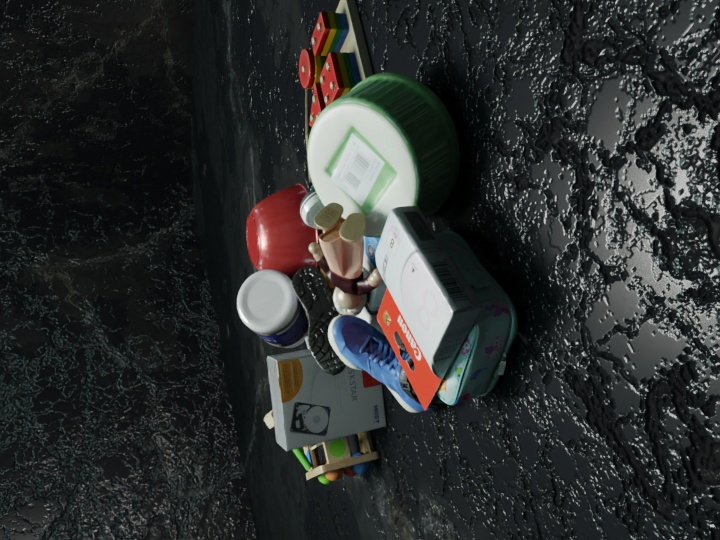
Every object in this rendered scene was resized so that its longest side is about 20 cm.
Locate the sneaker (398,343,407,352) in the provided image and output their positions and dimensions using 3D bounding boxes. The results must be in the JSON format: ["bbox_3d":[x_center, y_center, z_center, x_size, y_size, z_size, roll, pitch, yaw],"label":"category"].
[{"bbox_3d":[0.026,0.144,0.956,0.201,0.083,0.079,-124,35,-47],"label":"sneaker"}]

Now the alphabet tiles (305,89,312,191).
[{"bbox_3d":[-0.106,-0.242,1.188,0.203,0.007,0.170,91,175,-46],"label":"alphabet tiles"}]

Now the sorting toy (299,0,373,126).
[{"bbox_3d":[-0.054,-0.348,1.035,0.199,0.068,0.206,136,124,-63],"label":"sorting toy"}]

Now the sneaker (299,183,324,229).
[{"bbox_3d":[-0.054,-0.121,0.935,0.080,0.199,0.079,48,111,13],"label":"sneaker"}]

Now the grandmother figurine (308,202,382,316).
[{"bbox_3d":[-0.023,-0.004,0.795,0.120,0.060,0.202,34,153,27],"label":"grandmother figurine"}]

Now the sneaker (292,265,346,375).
[{"bbox_3d":[-0.058,0.094,0.997,0.088,0.074,0.204,73,177,-58],"label":"sneaker"}]

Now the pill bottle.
[{"bbox_3d":[-0.158,0.083,1.106,0.201,0.113,0.119,71,-177,-70],"label":"pill bottle"}]

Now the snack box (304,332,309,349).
[{"bbox_3d":[-0.082,0.152,1.183,0.200,0.024,0.074,-62,-46,-85],"label":"snack box"}]

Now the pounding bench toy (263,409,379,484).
[{"bbox_3d":[-0.082,0.339,1.128,0.125,0.195,0.160,128,131,-59],"label":"pounding bench toy"}]

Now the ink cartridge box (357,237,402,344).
[{"bbox_3d":[0.028,0.001,0.912,0.146,0.082,0.204,-123,33,-48],"label":"ink cartridge box"}]

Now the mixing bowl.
[{"bbox_3d":[-0.162,-0.064,1.120,0.199,0.106,0.206,172,90,-67],"label":"mixing bowl"}]

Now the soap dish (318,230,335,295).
[{"bbox_3d":[-0.062,0.020,1.143,0.160,0.079,0.202,105,149,-41],"label":"soap dish"}]

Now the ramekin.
[{"bbox_3d":[0.023,-0.143,0.747,0.196,0.097,0.205,20,127,29],"label":"ramekin"}]

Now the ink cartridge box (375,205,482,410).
[{"bbox_3d":[0.059,0.053,0.695,0.164,0.056,0.203,61,143,37],"label":"ink cartridge box"}]

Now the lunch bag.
[{"bbox_3d":[0.115,0.054,0.723,0.201,0.075,0.164,-122,36,-45],"label":"lunch bag"}]

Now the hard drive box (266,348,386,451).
[{"bbox_3d":[-0.062,0.221,1.044,0.076,0.195,0.161,173,89,-66],"label":"hard drive box"}]

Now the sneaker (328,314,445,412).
[{"bbox_3d":[0.049,0.126,0.814,0.200,0.077,0.111,44,150,-9],"label":"sneaker"}]
